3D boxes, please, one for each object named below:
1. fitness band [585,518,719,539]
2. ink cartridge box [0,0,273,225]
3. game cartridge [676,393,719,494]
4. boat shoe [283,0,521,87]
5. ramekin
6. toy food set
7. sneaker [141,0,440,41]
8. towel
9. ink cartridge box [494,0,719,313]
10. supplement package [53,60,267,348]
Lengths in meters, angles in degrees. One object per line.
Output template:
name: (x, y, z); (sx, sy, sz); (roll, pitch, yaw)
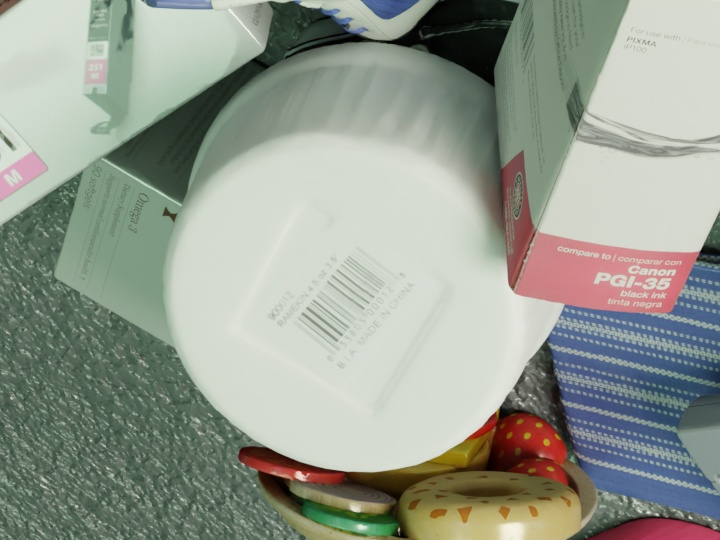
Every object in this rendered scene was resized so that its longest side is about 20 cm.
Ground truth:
fitness band: (0.182, 0.219, 1.550); (0.144, 0.037, 0.200); (43, 141, -11)
ink cartridge box: (-0.172, -0.132, 1.268); (0.200, 0.044, 0.174); (-31, 115, 24)
game cartridge: (0.263, 0.131, 1.336); (0.200, 0.042, 0.133); (44, 158, -19)
boat shoe: (0.029, -0.100, 1.285); (0.199, 0.068, 0.074); (-3, 130, 39)
ramekin: (0.000, 0.000, 1.241); (0.199, 0.098, 0.201); (5, 116, 11)
toy food set: (0.035, 0.113, 1.431); (0.197, 0.200, 0.049); (8, 108, 13)
sneaker: (-0.015, -0.146, 1.201); (0.115, 0.198, 0.081); (105, 148, -63)
towel: (0.171, 0.060, 1.400); (0.144, 0.024, 0.201); (11, 136, 30)
ink cartridge box: (0.124, -0.101, 1.123); (0.082, 0.147, 0.200); (8, 139, -10)
supplement package: (-0.048, -0.017, 1.392); (0.199, 0.117, 0.117); (29, 139, 6)
